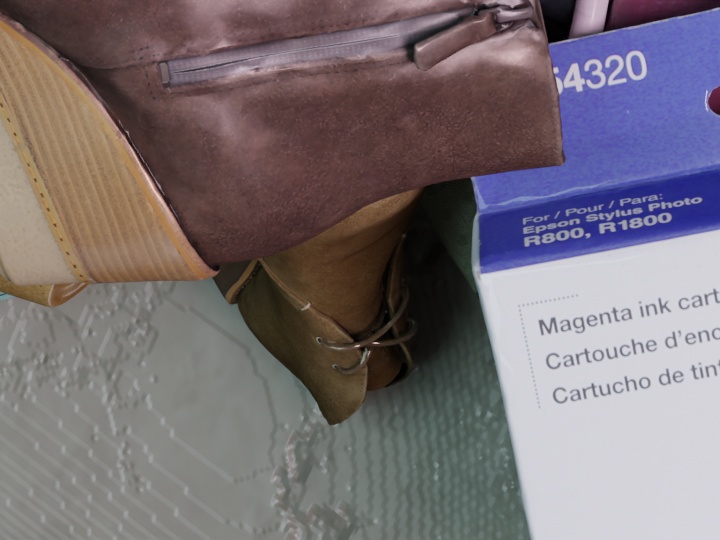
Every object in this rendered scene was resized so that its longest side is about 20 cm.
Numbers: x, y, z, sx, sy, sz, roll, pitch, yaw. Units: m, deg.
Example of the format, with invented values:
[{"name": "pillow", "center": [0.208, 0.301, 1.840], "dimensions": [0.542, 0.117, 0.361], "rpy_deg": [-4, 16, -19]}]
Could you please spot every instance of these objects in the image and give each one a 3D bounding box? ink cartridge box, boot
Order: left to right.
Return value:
[{"name": "boot", "center": [-0.043, -0.097, 0.745], "dimensions": [0.166, 0.072, 0.201], "rpy_deg": [-15, 113, 5]}, {"name": "boot", "center": [0.000, 0.000, 0.915], "dimensions": [0.073, 0.200, 0.076], "rpy_deg": [-27, 83, -13]}, {"name": "ink cartridge box", "center": [0.136, 0.022, 0.783], "dimensions": [0.195, 0.043, 0.201], "rpy_deg": [-12, 101, 7]}]

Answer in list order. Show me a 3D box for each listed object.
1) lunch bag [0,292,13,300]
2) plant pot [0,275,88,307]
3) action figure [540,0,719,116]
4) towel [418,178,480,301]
[{"name": "lunch bag", "center": [-0.119, -0.081, 0.998], "dimensions": [0.199, 0.122, 0.171], "rpy_deg": [-21, 83, 33]}, {"name": "plant pot", "center": [-0.144, -0.084, 0.853], "dimensions": [0.200, 0.186, 0.187], "rpy_deg": [39, 114, 4]}, {"name": "action figure", "center": [0.090, -0.021, 0.834], "dimensions": [0.133, 0.149, 0.201], "rpy_deg": [-6, 80, 28]}, {"name": "towel", "center": [0.110, -0.044, 0.918], "dimensions": [0.192, 0.034, 0.200], "rpy_deg": [-41, 75, 31]}]
